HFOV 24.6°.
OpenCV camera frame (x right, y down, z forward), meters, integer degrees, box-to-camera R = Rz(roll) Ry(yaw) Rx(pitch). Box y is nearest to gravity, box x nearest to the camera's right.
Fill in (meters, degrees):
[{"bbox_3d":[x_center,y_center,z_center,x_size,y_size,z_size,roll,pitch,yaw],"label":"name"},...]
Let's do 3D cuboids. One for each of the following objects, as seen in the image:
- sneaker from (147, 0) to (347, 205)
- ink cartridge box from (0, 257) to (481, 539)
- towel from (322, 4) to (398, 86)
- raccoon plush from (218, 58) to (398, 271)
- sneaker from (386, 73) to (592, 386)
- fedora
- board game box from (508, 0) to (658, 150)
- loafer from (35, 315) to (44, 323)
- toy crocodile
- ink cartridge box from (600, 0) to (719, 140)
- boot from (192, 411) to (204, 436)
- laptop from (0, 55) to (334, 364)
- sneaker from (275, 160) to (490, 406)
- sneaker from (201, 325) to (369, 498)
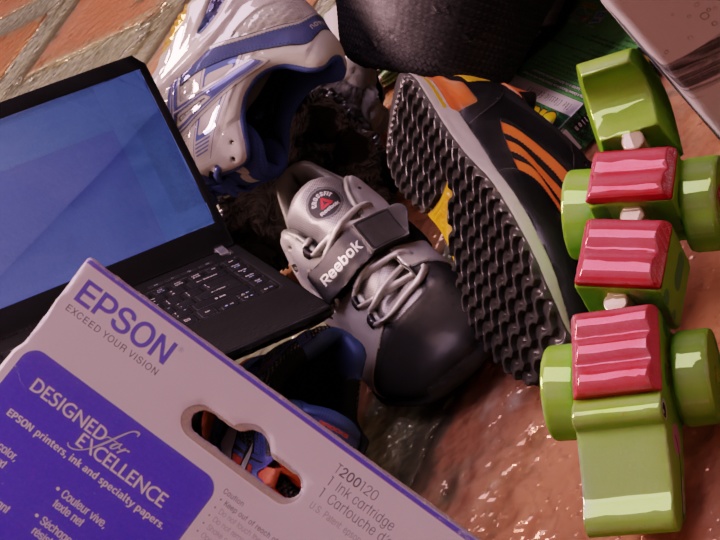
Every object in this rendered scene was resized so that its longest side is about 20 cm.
[{"bbox_3d":[-0.088,-0.064,0.881,0.088,0.075,0.200,44,108,25],"label":"sneaker"},{"bbox_3d":[-0.087,0.131,0.636,0.200,0.198,0.043,-53,-6,-12],"label":"ink cartridge box"},{"bbox_3d":[-0.012,-0.144,1.125,0.200,0.023,0.153,-36,27,18],"label":"towel"},{"bbox_3d":[-0.058,-0.058,0.993,0.200,0.097,0.134,-38,19,11],"label":"raccoon plush"},{"bbox_3d":[0.083,-0.029,0.769,0.090,0.070,0.200,-6,42,-21],"label":"sneaker"},{"bbox_3d":[0.039,-0.149,0.900,0.201,0.200,0.092,40,116,63],"label":"fedora"},{"bbox_3d":[0.098,-0.120,0.934,0.105,0.023,0.200,-44,26,-2],"label":"board game box"},{"bbox_3d":[-0.154,0.056,0.815,0.200,0.063,0.072,-40,35,-15],"label":"loafer"},{"bbox_3d":[0.106,0.007,0.647,0.067,0.062,0.200,-4,63,23],"label":"toy crocodile"},{"bbox_3d":[0.141,-0.132,0.692,0.086,0.200,0.147,-39,26,12],"label":"ink cartridge box"},{"bbox_3d":[-0.124,0.066,0.892,0.200,0.072,0.182,-7,71,60],"label":"boot"},{"bbox_3d":[-0.139,-0.013,0.767,0.177,0.103,0.200,-23,22,-17],"label":"laptop"},{"bbox_3d":[0.000,0.000,0.825,0.074,0.089,0.200,-43,28,-2],"label":"sneaker"},{"bbox_3d":[-0.037,0.094,0.732,0.078,0.075,0.200,-45,26,31],"label":"sneaker"}]
